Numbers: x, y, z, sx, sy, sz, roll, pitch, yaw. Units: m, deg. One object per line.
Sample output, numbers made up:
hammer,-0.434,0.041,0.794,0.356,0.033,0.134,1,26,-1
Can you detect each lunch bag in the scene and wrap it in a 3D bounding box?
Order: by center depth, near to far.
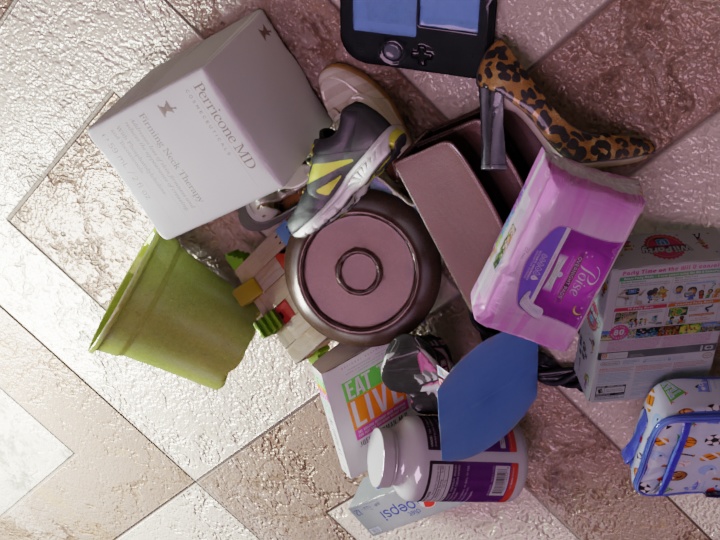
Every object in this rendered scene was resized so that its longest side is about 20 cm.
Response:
lunch bag,0.402,0.206,1.425,0.159,0.076,0.201,-3,141,-2

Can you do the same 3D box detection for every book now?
book,0.013,0.170,1.586,0.048,0.133,0.201,37,151,45

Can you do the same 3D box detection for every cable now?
cable,0.225,0.079,1.481,0.162,0.051,0.201,-16,117,33

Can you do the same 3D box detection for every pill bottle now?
pill bottle,0.114,0.249,1.568,0.198,0.113,0.113,4,132,-16

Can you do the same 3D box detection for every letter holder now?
letter holder,0.155,-0.077,1.352,0.141,0.101,0.201,-20,107,33

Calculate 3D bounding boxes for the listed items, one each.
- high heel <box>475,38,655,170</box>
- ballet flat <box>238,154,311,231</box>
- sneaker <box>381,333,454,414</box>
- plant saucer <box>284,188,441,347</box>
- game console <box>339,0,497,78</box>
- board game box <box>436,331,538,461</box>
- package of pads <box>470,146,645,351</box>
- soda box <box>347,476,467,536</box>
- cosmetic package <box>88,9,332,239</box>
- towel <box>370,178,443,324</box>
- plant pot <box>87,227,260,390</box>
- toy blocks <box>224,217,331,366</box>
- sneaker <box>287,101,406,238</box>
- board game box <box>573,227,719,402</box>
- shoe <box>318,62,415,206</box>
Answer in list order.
high heel,0.225,-0.182,1.291,0.198,0.071,0.144,-1,90,-6
ballet flat,-0.099,-0.103,1.487,0.199,0.064,0.068,-25,84,35
sneaker,0.077,0.117,1.516,0.080,0.087,0.200,-3,154,13
plant saucer,0.000,0.000,1.459,0.198,0.032,0.202,2,100,9
game console,0.062,-0.310,1.285,0.176,0.031,0.201,13,129,17
board game box,0.149,0.144,1.473,0.039,0.157,0.201,42,152,39
package of pads,0.210,-0.021,1.268,0.120,0.076,0.201,18,116,-9
soda box,0.079,0.317,1.713,0.199,0.068,0.064,-29,108,37
cosmetic package,-0.176,-0.172,1.409,0.199,0.167,0.168,-21,113,34
towel,0.040,-0.033,1.505,0.146,0.024,0.201,24,129,10
plant pot,-0.244,0.066,1.618,0.183,0.201,0.201,30,132,-13
toy blocks,-0.073,0.021,1.542,0.137,0.100,0.201,-41,79,38
sneaker,-0.028,-0.118,1.376,0.085,0.074,0.200,49,123,5
board game box,0.335,0.054,1.365,0.146,0.064,0.201,-4,129,-7
shoe,0.018,-0.158,1.394,0.070,0.053,0.200,-36,97,36
